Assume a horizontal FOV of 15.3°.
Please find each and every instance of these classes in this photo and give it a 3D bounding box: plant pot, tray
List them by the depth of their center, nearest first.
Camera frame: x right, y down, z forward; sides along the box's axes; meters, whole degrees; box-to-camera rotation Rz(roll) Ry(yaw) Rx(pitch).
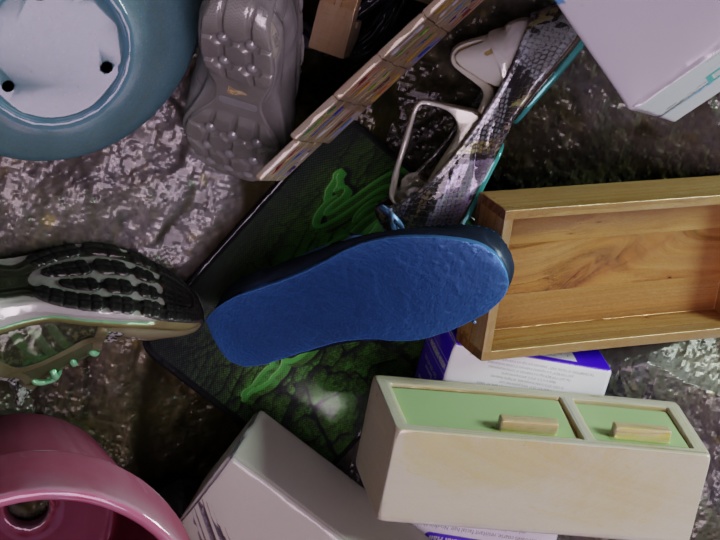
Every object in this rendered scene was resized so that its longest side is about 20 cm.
[{"bbox_3d":[-0.178,-0.145,1.516,0.199,0.135,0.201,-4,113,-10],"label":"plant pot"},{"bbox_3d":[-0.200,0.181,1.621,0.199,0.179,0.201,-4,112,-9],"label":"plant pot"},{"bbox_3d":[0.158,-0.004,1.660,0.199,0.037,0.099,-4,115,-28],"label":"tray"}]

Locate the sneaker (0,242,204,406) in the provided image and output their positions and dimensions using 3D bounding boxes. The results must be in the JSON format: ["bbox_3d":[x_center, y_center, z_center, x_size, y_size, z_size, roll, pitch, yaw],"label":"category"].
[{"bbox_3d":[-0.195,0.039,1.632,0.199,0.077,0.089,-1,125,-5],"label":"sneaker"}]

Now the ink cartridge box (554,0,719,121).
[{"bbox_3d":[0.179,-0.183,1.481,0.146,0.200,0.147,-35,84,11],"label":"ink cartridge box"}]

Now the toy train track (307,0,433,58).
[{"bbox_3d":[0.010,-0.221,1.526,0.114,0.033,0.201,21,109,16],"label":"toy train track"}]

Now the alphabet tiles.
[{"bbox_3d":[0.020,-0.121,1.550,0.200,0.166,0.006,-43,87,5],"label":"alphabet tiles"}]

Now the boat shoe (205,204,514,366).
[{"bbox_3d":[0.000,0.000,1.604,0.199,0.069,0.084,-7,114,24],"label":"boat shoe"}]

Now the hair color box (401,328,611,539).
[{"bbox_3d":[0.076,0.131,1.715,0.109,0.065,0.201,11,110,-16],"label":"hair color box"}]

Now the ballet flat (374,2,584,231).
[{"bbox_3d":[0.072,-0.098,1.620,0.072,0.072,0.201,30,100,-20],"label":"ballet flat"}]

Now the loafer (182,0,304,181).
[{"bbox_3d":[-0.062,-0.119,1.549,0.070,0.070,0.200,20,152,2],"label":"loafer"}]

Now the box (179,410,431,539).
[{"bbox_3d":[-0.011,0.182,1.656,0.200,0.082,0.068,38,112,-1],"label":"box"}]

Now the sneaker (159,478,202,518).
[{"bbox_3d":[-0.080,0.224,1.722,0.087,0.076,0.200,-36,114,12],"label":"sneaker"}]

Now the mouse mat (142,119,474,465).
[{"bbox_3d":[-0.019,0.020,1.684,0.161,0.008,0.200,38,100,-22],"label":"mouse mat"}]

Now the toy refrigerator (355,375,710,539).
[{"bbox_3d":[0.105,0.113,1.637,0.199,0.076,0.070,6,112,-14],"label":"toy refrigerator"}]

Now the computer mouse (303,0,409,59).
[{"bbox_3d":[-0.037,-0.216,1.567,0.200,0.046,0.141,33,107,-27],"label":"computer mouse"}]
